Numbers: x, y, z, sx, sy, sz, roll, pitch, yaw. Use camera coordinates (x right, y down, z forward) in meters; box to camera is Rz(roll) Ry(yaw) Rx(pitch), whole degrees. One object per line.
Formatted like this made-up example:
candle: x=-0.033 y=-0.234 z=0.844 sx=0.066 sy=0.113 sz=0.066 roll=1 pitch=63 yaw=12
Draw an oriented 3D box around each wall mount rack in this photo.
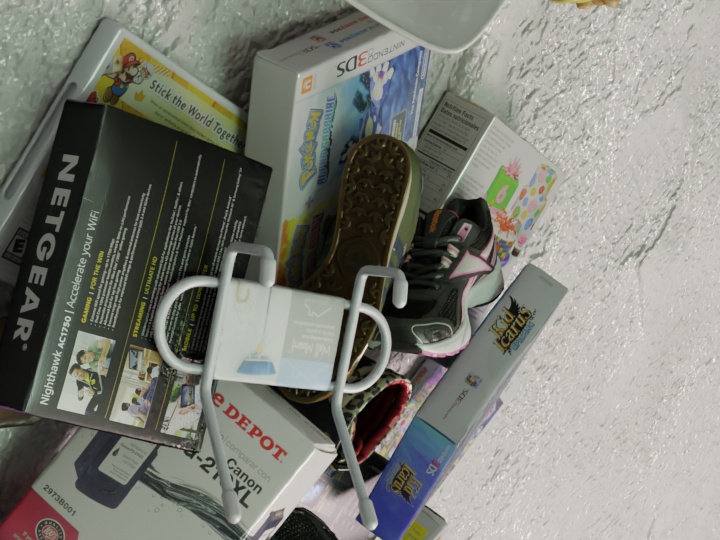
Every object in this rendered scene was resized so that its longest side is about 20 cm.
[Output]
wall mount rack: x=-0.042 y=0.076 z=1.174 sx=0.199 sy=0.074 sz=0.175 roll=10 pitch=90 yaw=-39

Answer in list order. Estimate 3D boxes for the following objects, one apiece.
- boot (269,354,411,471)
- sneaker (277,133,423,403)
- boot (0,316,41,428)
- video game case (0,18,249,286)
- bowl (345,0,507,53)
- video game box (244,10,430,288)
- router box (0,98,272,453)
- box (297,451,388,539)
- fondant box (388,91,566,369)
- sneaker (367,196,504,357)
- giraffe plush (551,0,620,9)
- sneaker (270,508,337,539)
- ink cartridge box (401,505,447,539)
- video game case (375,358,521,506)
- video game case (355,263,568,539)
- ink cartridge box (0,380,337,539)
boot: x=-0.076 y=0.108 z=1.328 sx=0.203 sy=0.153 sz=0.074 roll=-41 pitch=142 yaw=-22
sneaker: x=0.000 y=0.000 z=1.301 sx=0.090 sy=0.067 sz=0.201 roll=-5 pitch=116 yaw=-75
boot: x=-0.246 y=0.033 z=1.140 sx=0.199 sy=0.064 sz=0.187 roll=-5 pitch=132 yaw=-45
video game case: x=-0.158 y=-0.053 z=1.225 sx=0.183 sy=0.023 sz=0.200 roll=-59 pitch=144 yaw=0
bowl: x=0.032 y=-0.270 z=1.197 sx=0.199 sy=0.075 sz=0.201 roll=32 pitch=91 yaw=-16
video game box: x=-0.019 y=-0.088 z=1.326 sx=0.182 sy=0.047 sz=0.201 roll=-30 pitch=137 yaw=-47
router box: x=-0.147 y=0.006 z=1.158 sx=0.149 sy=0.051 sz=0.201 roll=20 pitch=83 yaw=-44
box: x=-0.063 y=0.225 z=1.509 sx=0.158 sy=0.051 sz=0.201 roll=35 pitch=86 yaw=-49
fondant box: x=0.075 y=-0.030 z=1.499 sx=0.201 sy=0.058 sz=0.144 roll=-59 pitch=144 yaw=1
sneaker: x=0.054 y=-0.001 z=1.371 sx=0.200 sy=0.080 sz=0.087 roll=-50 pitch=140 yaw=-63
giraffe plush: x=0.136 y=-0.258 z=1.311 sx=0.173 sy=0.162 sz=0.200 roll=-49 pitch=143 yaw=-14
sneaker: x=-0.004 y=0.271 z=1.415 sx=0.080 sy=0.200 sz=0.086 roll=-35 pitch=177 yaw=-31
ink cartridge box: x=-0.014 y=0.330 z=1.590 sx=0.200 sy=0.047 sz=0.198 roll=-37 pitch=158 yaw=-48
video game case: x=0.065 y=0.148 z=1.651 sx=0.200 sy=0.018 sz=0.143 roll=-51 pitch=144 yaw=-11
video game case: x=0.080 y=0.112 z=1.460 sx=0.182 sy=0.045 sz=0.200 roll=-52 pitch=172 yaw=-34
ink cartridge box: x=-0.135 y=0.156 z=1.255 sx=0.200 sy=0.145 sz=0.084 roll=-51 pitch=167 yaw=0
